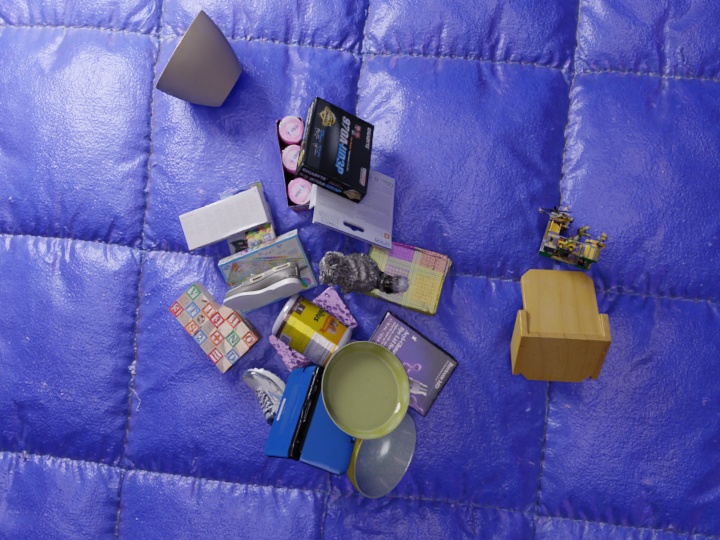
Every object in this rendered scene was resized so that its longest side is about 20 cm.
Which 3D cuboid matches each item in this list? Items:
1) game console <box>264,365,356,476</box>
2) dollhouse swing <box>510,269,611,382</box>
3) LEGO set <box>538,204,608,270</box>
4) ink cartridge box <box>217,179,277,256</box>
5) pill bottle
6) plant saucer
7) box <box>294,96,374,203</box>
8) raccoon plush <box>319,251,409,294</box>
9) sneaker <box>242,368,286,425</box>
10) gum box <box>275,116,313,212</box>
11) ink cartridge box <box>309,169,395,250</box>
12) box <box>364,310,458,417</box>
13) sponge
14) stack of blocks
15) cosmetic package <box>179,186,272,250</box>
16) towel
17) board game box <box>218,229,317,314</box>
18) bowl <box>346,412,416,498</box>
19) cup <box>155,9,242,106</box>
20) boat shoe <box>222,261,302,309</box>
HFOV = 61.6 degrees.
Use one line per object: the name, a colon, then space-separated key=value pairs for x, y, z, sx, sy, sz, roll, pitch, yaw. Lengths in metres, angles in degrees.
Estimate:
game console: x=-0.096 y=0.325 z=1.313 sx=0.117 sy=0.169 sz=0.204 roll=35 pitch=59 yaw=-29
dollhouse swing: x=0.448 y=0.126 z=1.396 sx=0.194 sy=0.178 sz=0.185 roll=2 pitch=131 yaw=2
LEGO set: x=0.470 y=-0.083 z=1.330 sx=0.151 sy=0.199 sz=0.119 roll=19 pitch=88 yaw=23
ink cartridge box: x=-0.263 y=-0.103 z=1.431 sx=0.116 sy=0.042 sz=0.205 roll=-16 pitch=87 yaw=2
pill bottle: x=-0.093 y=0.148 z=1.355 sx=0.197 sy=0.109 sz=0.111 roll=33 pitch=91 yaw=0
plant saucer: x=0.009 y=0.254 z=1.280 sx=0.194 sy=0.031 sz=0.206 roll=6 pitch=68 yaw=-15
box: x=-0.052 y=-0.265 z=1.323 sx=0.156 sy=0.046 sz=0.204 roll=22 pitch=55 yaw=-21
raccoon plush: x=0.000 y=0.000 z=1.346 sx=0.195 sy=0.133 sz=0.100 roll=-2 pitch=84 yaw=24
sneaker: x=-0.197 y=0.303 z=1.387 sx=0.198 sy=0.078 sz=0.086 roll=34 pitch=52 yaw=4
gum box: x=-0.143 y=-0.244 z=1.389 sx=0.064 sy=0.113 sz=0.206 roll=-8 pitch=89 yaw=3
ink cartridge box: x=-0.016 y=-0.149 z=1.339 sx=0.195 sy=0.041 sz=0.205 roll=19 pitch=56 yaw=-21
box: x=0.104 y=0.209 z=1.376 sx=0.198 sy=0.104 sz=0.150 roll=33 pitch=90 yaw=3
sponge: x=-0.112 y=0.142 z=1.425 sx=0.198 sy=0.030 sz=0.113 roll=-38 pitch=89 yaw=1
stack of blocks: x=-0.340 y=0.124 z=1.421 sx=0.115 sy=0.059 sz=0.201 roll=-43 pitch=87 yaw=1
cosmetic package: x=-0.309 y=-0.118 z=1.389 sx=0.195 sy=0.051 sz=0.085 roll=-19 pitch=92 yaw=6
towel: x=0.106 y=0.014 z=1.420 sx=0.195 sy=0.023 sz=0.148 roll=15 pitch=91 yaw=4
board game box: x=-0.212 y=0.005 z=1.401 sx=0.195 sy=0.034 sz=0.137 roll=-20 pitch=112 yaw=3
bowl: x=0.024 y=0.394 z=1.365 sx=0.106 sy=0.197 sz=0.206 roll=16 pitch=90 yaw=45
cup: x=-0.356 y=-0.460 z=1.379 sx=0.142 sy=0.200 sz=0.203 roll=33 pitch=91 yaw=-21
boat shoe: x=-0.222 y=0.036 z=1.359 sx=0.197 sy=0.072 sz=0.062 roll=-18 pitch=62 yaw=18
